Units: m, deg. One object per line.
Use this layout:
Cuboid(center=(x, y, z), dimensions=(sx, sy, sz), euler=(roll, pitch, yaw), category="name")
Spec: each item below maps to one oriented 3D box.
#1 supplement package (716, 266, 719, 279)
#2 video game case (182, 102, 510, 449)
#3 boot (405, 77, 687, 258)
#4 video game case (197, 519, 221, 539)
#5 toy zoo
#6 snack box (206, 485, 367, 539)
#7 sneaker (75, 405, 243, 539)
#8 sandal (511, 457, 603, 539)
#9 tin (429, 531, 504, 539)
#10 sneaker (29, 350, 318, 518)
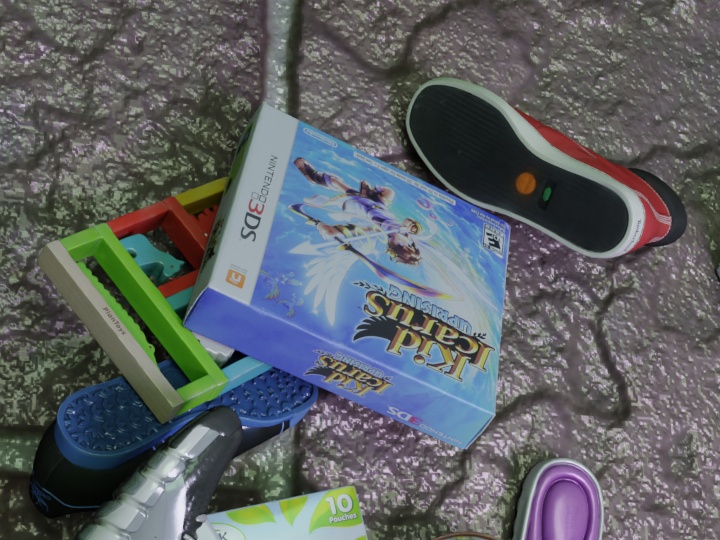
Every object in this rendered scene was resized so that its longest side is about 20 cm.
Cuboid(center=(0.392, 0.006, 1.090), dimensions=(0.199, 0.114, 0.110), euler=(-15, 76, -23), category="supplement package")
Cuboid(center=(0.000, 0.000, 0.952), dimensions=(0.199, 0.045, 0.182), euler=(25, 44, -13), category="video game case")
Cuboid(center=(0.137, -0.074, 1.061), dimensions=(0.200, 0.073, 0.144), euler=(35, 20, 23), category="boot")
Cuboid(center=(-0.114, 0.263, 0.819), dimensions=(0.182, 0.022, 0.200), euler=(-32, 83, -21), category="video game case")
Cuboid(center=(-0.090, 0.007, 0.934), dimensions=(0.131, 0.020, 0.200), euler=(50, 42, 13), category="toy zoo")
Cuboid(center=(-0.086, 0.220, 0.882), dimensions=(0.199, 0.053, 0.143), euler=(-9, 74, -20), category="snack box")
Cuboid(center=(-0.109, 0.178, 0.804), dimensions=(0.115, 0.075, 0.200), euler=(43, 78, -2), category="sneaker")
Cuboid(center=(0.133, 0.222, 0.961), dimensions=(0.082, 0.050, 0.204), euler=(5, 71, -18), category="sandal")
Cuboid(center=(0.079, 0.264, 0.914), dimensions=(0.112, 0.042, 0.201), euler=(-15, 77, -2), category="tin")
Cuboid(center=(-0.117, 0.100, 0.910), dimensions=(0.200, 0.078, 0.070), euler=(-9, 54, -44), category="sneaker")
